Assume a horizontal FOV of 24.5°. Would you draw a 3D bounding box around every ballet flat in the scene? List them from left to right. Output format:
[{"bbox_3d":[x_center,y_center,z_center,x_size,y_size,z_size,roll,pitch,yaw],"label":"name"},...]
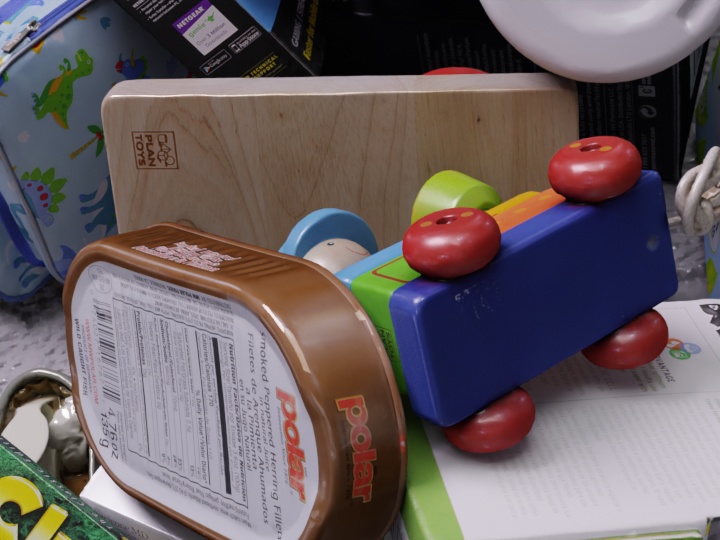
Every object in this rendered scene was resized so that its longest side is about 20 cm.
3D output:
[{"bbox_3d":[-0.149,0.130,0.744,0.067,0.064,0.200,-9,48,4],"label":"ballet flat"}]

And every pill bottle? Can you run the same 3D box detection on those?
[{"bbox_3d":[0.097,-0.150,0.723,0.112,0.112,0.200,-9,15,4],"label":"pill bottle"}]

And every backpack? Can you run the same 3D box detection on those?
[{"bbox_3d":[-0.159,-0.101,0.865,0.147,0.183,0.200,20,56,31],"label":"backpack"}]

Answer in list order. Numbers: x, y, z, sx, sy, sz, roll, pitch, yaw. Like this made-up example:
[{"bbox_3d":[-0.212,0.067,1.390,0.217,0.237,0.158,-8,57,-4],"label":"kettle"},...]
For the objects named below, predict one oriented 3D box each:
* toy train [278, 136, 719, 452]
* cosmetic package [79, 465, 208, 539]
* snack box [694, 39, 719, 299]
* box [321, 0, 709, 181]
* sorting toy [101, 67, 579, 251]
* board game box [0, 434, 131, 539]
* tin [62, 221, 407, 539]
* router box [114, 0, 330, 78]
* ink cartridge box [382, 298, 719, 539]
[{"bbox_3d":[0.069,-0.015,0.642,0.200,0.085,0.116,-27,26,-31],"label":"toy train"},{"bbox_3d":[-0.019,0.134,0.702,0.200,0.083,0.051,18,54,26],"label":"cosmetic package"},{"bbox_3d":[0.209,-0.062,0.768,0.067,0.169,0.200,8,50,0],"label":"snack box"},{"bbox_3d":[0.088,-0.145,0.912,0.199,0.107,0.149,6,51,17],"label":"box"},{"bbox_3d":[0.000,0.000,0.749,0.198,0.201,0.070,0,28,8],"label":"sorting toy"},{"bbox_3d":[-0.141,0.143,0.691,0.200,0.023,0.105,35,87,13],"label":"board game box"},{"bbox_3d":[-0.056,0.046,0.633,0.042,0.112,0.200,-18,19,-33],"label":"tin"},{"bbox_3d":[-0.078,-0.183,0.828,0.051,0.149,0.200,-33,31,26],"label":"router box"},{"bbox_3d":[0.105,0.080,0.638,0.199,0.076,0.148,-3,31,-10],"label":"ink cartridge box"}]
